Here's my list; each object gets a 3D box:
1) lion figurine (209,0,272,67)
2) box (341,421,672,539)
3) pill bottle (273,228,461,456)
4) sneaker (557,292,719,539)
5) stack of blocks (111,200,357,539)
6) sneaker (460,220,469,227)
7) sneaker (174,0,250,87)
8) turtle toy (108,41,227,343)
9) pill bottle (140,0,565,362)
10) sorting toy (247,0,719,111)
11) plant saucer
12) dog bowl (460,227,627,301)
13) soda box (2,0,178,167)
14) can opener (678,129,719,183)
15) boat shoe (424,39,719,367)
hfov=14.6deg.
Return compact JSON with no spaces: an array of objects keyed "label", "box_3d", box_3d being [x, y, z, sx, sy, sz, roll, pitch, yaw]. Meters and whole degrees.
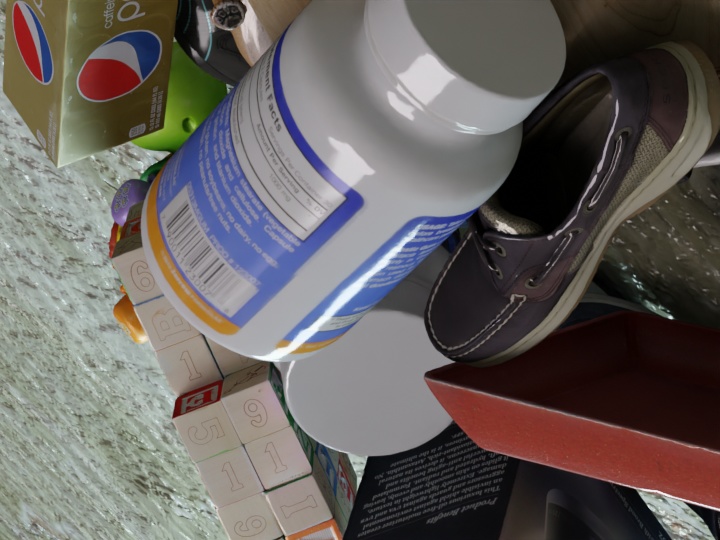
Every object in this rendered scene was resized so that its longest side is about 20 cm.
[{"label":"lion figurine","box_3d":[-0.042,-0.121,1.409,0.123,0.072,0.200,-104,6,-55]},{"label":"box","box_3d":[0.086,0.198,1.491,0.123,0.198,0.200,-21,120,30]},{"label":"pill bottle","box_3d":[0.000,0.000,1.493,0.114,0.114,0.200,53,-164,-33]},{"label":"sneaker","box_3d":[0.181,0.091,1.505,0.202,0.077,0.146,37,-174,-9]},{"label":"stack of blocks","box_3d":[-0.066,0.060,1.523,0.115,0.059,0.200,-86,-26,-70]},{"label":"sneaker","box_3d":[0.088,-0.089,1.380,0.115,0.081,0.200,13,143,20]},{"label":"sneaker","box_3d":[-0.075,-0.165,1.468,0.200,0.075,0.079,47,154,-22]},{"label":"turtle toy","box_3d":[-0.095,-0.035,1.640,0.101,0.146,0.200,6,106,16]},{"label":"pill bottle","box_3d":[-0.001,-0.054,1.199,0.112,0.112,0.200,41,134,-6]},{"label":"sorting toy","box_3d":[0.055,-0.142,1.223,0.199,0.070,0.200,-10,136,23]},{"label":"plant saucer","box_3d":[0.161,0.068,1.304,0.199,0.200,0.037,13,104,32]},{"label":"dog bowl","box_3d":[0.088,0.055,1.650,0.200,0.074,0.200,32,158,15]},{"label":"soda box","box_3d":[-0.135,-0.147,1.424,0.064,0.068,0.200,53,152,29]},{"label":"can opener","box_3d":[0.141,-0.050,1.293,0.200,0.053,0.067,-4,117,25]},{"label":"boat shoe","box_3d":[0.077,-0.029,1.228,0.200,0.065,0.072,-48,50,41]}]
